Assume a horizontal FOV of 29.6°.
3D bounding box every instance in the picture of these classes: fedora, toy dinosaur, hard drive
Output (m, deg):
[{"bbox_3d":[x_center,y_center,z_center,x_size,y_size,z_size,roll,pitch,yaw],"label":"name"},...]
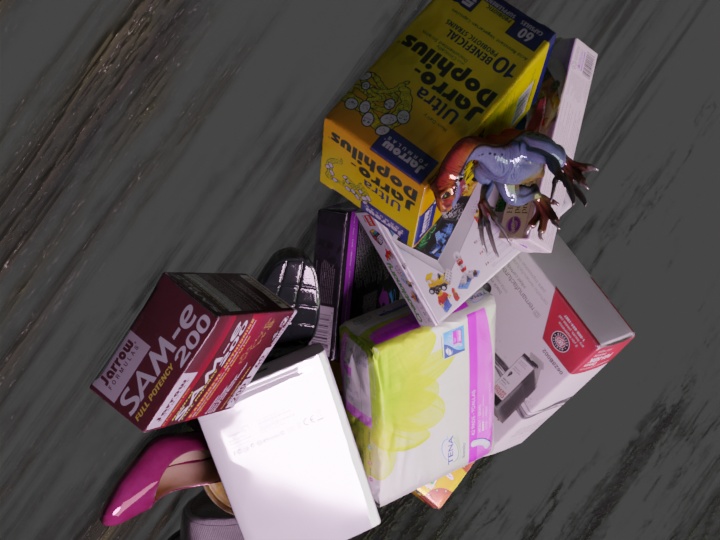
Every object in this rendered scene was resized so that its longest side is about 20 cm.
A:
[{"bbox_3d":[-0.134,0.290,1.522,0.177,0.197,0.091,-125,-148,-61],"label":"fedora"},{"bbox_3d":[0.115,-0.086,1.156,0.181,0.201,0.105,25,119,-42],"label":"toy dinosaur"},{"bbox_3d":[-0.068,0.180,1.283,0.131,0.202,0.027,-22,-154,-10],"label":"hard drive"}]

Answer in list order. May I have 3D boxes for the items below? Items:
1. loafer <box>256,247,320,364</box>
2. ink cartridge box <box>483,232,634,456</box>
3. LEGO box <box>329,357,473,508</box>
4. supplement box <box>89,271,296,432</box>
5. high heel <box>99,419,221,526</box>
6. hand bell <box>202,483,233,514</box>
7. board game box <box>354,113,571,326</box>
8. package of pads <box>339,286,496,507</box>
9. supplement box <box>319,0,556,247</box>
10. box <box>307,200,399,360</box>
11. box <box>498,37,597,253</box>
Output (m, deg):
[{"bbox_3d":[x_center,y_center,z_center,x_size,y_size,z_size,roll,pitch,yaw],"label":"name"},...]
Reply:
[{"bbox_3d":[-0.082,0.050,1.284,0.073,0.072,0.201,-99,-160,-47],"label":"loafer"},{"bbox_3d":[0.167,0.079,1.443,0.082,0.147,0.200,-12,150,-50],"label":"ink cartridge box"},{"bbox_3d":[0.011,0.157,1.484,0.077,0.200,0.149,-52,-163,-8],"label":"LEGO box"},{"bbox_3d":[-0.129,0.061,1.099,0.109,0.061,0.200,-56,168,8],"label":"supplement box"},{"bbox_3d":[-0.154,0.192,1.273,0.200,0.096,0.068,-43,164,-45],"label":"high heel"},{"bbox_3d":[-0.112,0.195,1.549,0.105,0.104,0.200,-57,-179,12],"label":"hand bell"},{"bbox_3d":[0.101,-0.058,1.274,0.199,0.127,0.034,-39,-161,-25],"label":"board game box"},{"bbox_3d":[0.056,0.121,1.338,0.153,0.068,0.202,-21,126,-25],"label":"package of pads"},{"bbox_3d":[0.066,-0.142,1.189,0.200,0.108,0.110,-50,166,-23],"label":"supplement box"},{"bbox_3d":[0.000,0.000,1.376,0.200,0.036,0.145,-20,117,-68],"label":"box"},{"bbox_3d":[0.176,-0.118,1.273,0.041,0.038,0.203,23,77,-42],"label":"box"}]
